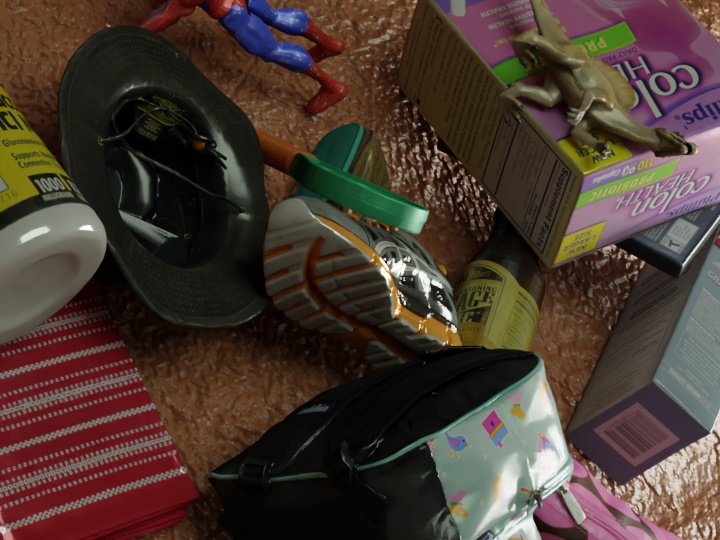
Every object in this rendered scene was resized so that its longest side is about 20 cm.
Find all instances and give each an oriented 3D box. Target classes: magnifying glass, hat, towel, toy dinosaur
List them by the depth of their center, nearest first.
[{"bbox_3d":[-0.192,0.074,1.455,0.144,0.022,0.200,-16,74,-42],"label":"towel"},{"bbox_3d":[-0.139,-0.046,1.525,0.200,0.081,0.201,33,44,-38],"label":"hat"},{"bbox_3d":[-0.026,-0.060,1.574,0.079,0.200,0.022,19,97,-34],"label":"magnifying glass"},{"bbox_3d":[0.138,-0.132,1.650,0.101,0.058,0.200,-13,58,-43],"label":"toy dinosaur"}]

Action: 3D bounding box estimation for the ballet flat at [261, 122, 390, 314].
[{"bbox_3d":[-0.027,-0.017,1.628,0.072,0.068,0.200,58,37,-24],"label":"ballet flat"}]

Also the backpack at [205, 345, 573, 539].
[{"bbox_3d":[0.035,0.131,1.502,0.200,0.175,0.154,-39,109,-47],"label":"backpack"}]

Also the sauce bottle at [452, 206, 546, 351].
[{"bbox_3d":[0.090,0.029,1.688,0.066,0.066,0.200,35,45,-18],"label":"sauce bottle"}]

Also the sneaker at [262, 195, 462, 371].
[{"bbox_3d":[0.000,0.000,1.556,0.200,0.078,0.077,44,40,-50],"label":"sneaker"}]

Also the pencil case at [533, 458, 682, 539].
[{"bbox_3d":[0.167,0.183,1.634,0.200,0.094,0.091,35,62,-18],"label":"pencil case"}]

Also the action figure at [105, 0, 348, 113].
[{"bbox_3d":[-0.103,-0.163,1.653,0.200,0.099,0.065,37,39,-48],"label":"action figure"}]

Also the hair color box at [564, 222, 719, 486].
[{"bbox_3d":[0.226,0.051,1.760,0.061,0.099,0.200,41,46,-12],"label":"hair color box"}]

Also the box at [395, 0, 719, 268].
[{"bbox_3d":[0.156,-0.125,1.738,0.175,0.097,0.200,-20,57,-29],"label":"box"}]

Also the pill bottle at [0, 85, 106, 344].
[{"bbox_3d":[-0.243,-0.062,1.417,0.112,0.113,0.200,-20,65,-45],"label":"pill bottle"}]

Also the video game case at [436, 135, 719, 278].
[{"bbox_3d":[0.175,-0.085,1.787,0.200,0.019,0.143,29,48,16],"label":"video game case"}]
